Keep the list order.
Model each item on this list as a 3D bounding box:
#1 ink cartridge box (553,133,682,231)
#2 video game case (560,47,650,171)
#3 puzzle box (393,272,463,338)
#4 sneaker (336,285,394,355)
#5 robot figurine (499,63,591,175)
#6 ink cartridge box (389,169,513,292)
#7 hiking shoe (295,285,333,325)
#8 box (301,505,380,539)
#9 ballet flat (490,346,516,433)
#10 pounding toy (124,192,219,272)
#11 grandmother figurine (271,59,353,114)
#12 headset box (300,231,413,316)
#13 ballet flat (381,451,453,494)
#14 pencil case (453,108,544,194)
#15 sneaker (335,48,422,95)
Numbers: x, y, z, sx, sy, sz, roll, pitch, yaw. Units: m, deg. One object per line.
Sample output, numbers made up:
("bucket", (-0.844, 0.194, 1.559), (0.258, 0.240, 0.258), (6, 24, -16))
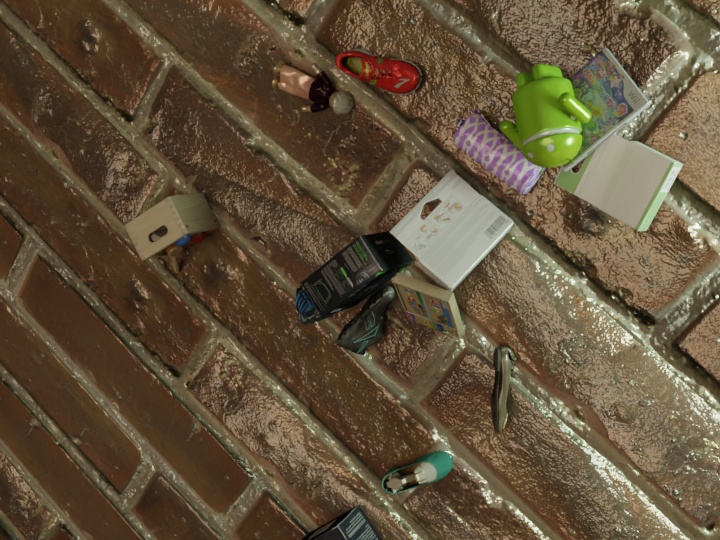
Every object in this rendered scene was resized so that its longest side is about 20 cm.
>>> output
("ink cartridge box", (0.494, -0.186, 1.537), (0.200, 0.048, 0.146), (38, 118, 33))
("video game case", (0.434, -0.308, 1.533), (0.200, 0.018, 0.143), (-41, 67, 29))
("puzzle box", (0.148, 0.077, 1.719), (0.133, 0.200, 0.025), (20, 70, 23))
("sneaker", (0.027, 0.118, 1.860), (0.079, 0.075, 0.200), (35, 118, -9))
("robot figurine", (0.355, -0.287, 1.508), (0.175, 0.115, 0.201), (-17, 79, 50))
("ink cartridge box", (0.189, -0.083, 1.659), (0.176, 0.045, 0.200), (43, 78, 11))
("hiking shoe", (-0.119, 0.077, 1.861), (0.200, 0.074, 0.087), (171, 81, -71))
("box", (-0.043, 0.741, 2.016), (0.197, 0.117, 0.200), (-37, 83, 30))
("ballet flat", (0.315, 0.263, 1.744), (0.046, 0.067, 0.201), (0, 101, -5))
("pounding toy", (-0.474, -0.086, 2.013), (0.200, 0.184, 0.142), (-28, 88, 22))
("grandmother figurine", (-0.104, -0.410, 1.794), (0.200, 0.061, 0.121), (29, 142, 16))
("headset box", (0.000, 0.000, 1.764), (0.200, 0.174, 0.093), (-38, 79, 25))
("ballet flat", (0.131, 0.489, 1.887), (0.200, 0.070, 0.067), (-29, 88, 30))
("pencil case", (0.283, -0.241, 1.618), (0.200, 0.084, 0.086), (40, 94, 12))
("sneaker", (0.033, -0.422, 1.698), (0.200, 0.085, 0.077), (19, 112, 23))
